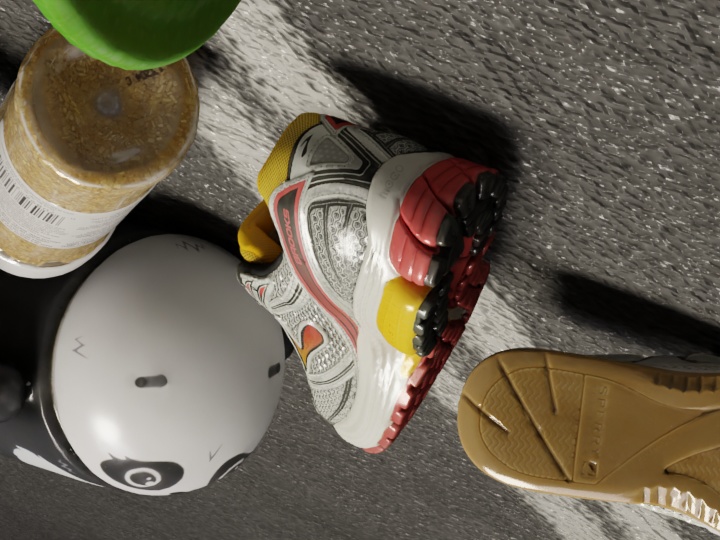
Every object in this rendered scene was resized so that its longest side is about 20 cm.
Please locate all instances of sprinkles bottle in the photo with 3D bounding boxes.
[{"bbox_3d":[-0.114,-0.044,0.914,0.068,0.068,0.200,29,165,-10],"label":"sprinkles bottle"}]

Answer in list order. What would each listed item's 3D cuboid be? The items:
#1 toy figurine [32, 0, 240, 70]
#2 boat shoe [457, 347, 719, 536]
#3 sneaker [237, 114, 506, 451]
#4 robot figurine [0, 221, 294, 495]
[{"bbox_3d":[0.044,-0.120,0.367,0.184,0.150,0.200,6,134,19],"label":"toy figurine"},{"bbox_3d":[0.140,0.064,0.878,0.199,0.071,0.069,15,-171,13],"label":"boat shoe"},{"bbox_3d":[0.000,0.000,0.854,0.082,0.078,0.200,28,155,10],"label":"sneaker"},{"bbox_3d":[-0.123,0.039,1.094,0.200,0.150,0.125,9,144,49],"label":"robot figurine"}]
